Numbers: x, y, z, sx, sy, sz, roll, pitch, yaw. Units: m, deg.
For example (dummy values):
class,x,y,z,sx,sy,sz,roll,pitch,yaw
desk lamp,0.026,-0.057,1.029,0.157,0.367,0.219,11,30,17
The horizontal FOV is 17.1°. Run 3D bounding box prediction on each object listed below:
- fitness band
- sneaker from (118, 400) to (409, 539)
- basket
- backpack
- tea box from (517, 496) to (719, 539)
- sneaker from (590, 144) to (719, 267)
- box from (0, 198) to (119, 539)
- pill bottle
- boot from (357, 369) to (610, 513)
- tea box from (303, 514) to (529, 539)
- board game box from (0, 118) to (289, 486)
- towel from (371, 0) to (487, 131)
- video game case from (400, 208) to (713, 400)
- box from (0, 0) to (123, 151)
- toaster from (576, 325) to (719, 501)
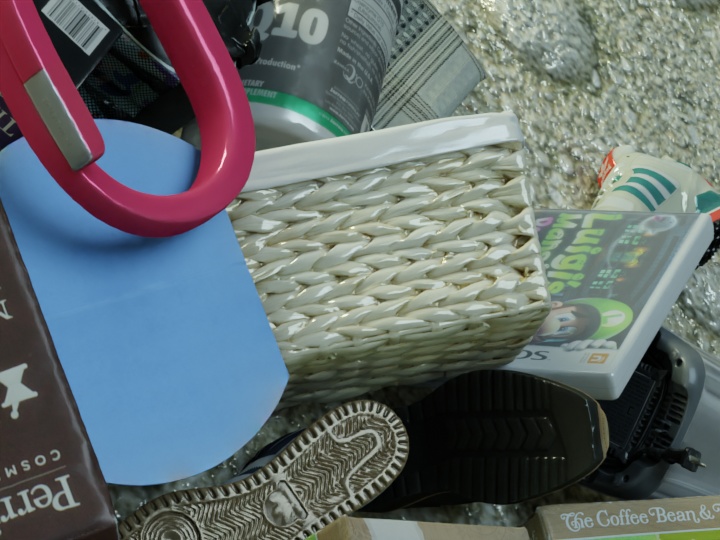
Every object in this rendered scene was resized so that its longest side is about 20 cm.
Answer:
class,x,y,z,sx,sy,sz,roll,pitch,yaw
fitness band,-0.131,-0.113,1.257,0.143,0.037,0.201,-24,86,-52
sneaker,-0.070,0.144,1.333,0.200,0.108,0.070,-29,86,-20
basket,0.000,0.000,1.382,0.199,0.136,0.124,-10,74,-12
backpack,-0.168,-0.181,1.394,0.200,0.150,0.178,45,33,-24
tea box,0.176,0.247,1.405,0.199,0.134,0.197,0,61,-32
sneaker,0.188,-0.041,1.728,0.199,0.070,0.093,-13,54,-46
box,-0.217,0.073,1.104,0.165,0.164,0.201,-20,73,-11
pill bottle,-0.037,-0.143,1.501,0.113,0.113,0.201,30,56,-26
boot,0.095,0.103,1.416,0.138,0.200,0.078,7,79,-45
tea box,0.002,0.253,1.212,0.133,0.197,0.201,9,56,-41
board game box,-0.134,0.021,1.268,0.158,0.039,0.201,-16,79,-30
towel,-0.012,-0.165,1.631,0.193,0.035,0.200,50,40,-5
video game case,0.109,0.016,1.521,0.200,0.181,0.023,-51,136,-50
box,-0.252,-0.145,1.293,0.200,0.141,0.079,44,43,-12
toaster,0.189,0.095,1.532,0.129,0.200,0.114,24,90,-38
